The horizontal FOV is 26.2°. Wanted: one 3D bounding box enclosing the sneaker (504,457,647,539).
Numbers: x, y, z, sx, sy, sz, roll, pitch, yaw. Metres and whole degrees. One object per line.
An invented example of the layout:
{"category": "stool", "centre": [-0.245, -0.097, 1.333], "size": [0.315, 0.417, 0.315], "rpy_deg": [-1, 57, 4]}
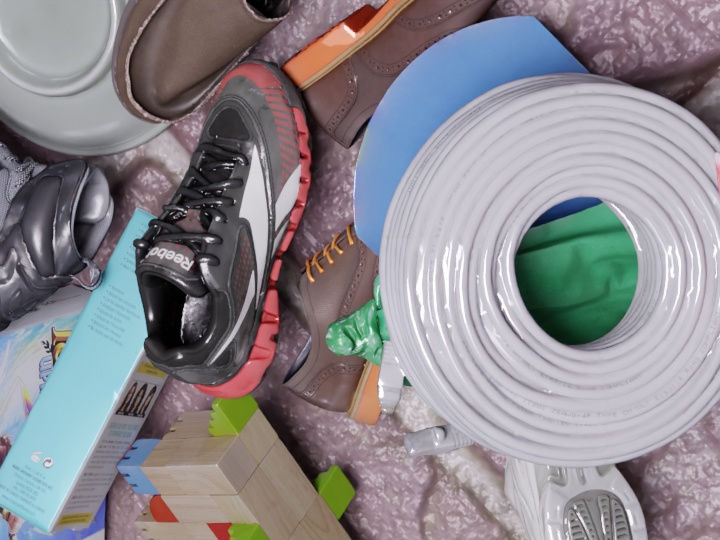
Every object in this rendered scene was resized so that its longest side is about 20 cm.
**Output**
{"category": "sneaker", "centre": [0.113, 0.098, 0.940], "size": [0.077, 0.099, 0.203], "rpy_deg": [-3, 83, -17]}

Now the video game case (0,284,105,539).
{"category": "video game case", "centre": [-0.244, 0.128, 1.014], "size": [0.045, 0.180, 0.202], "rpy_deg": [17, 112, 33]}

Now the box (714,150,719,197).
{"category": "box", "centre": [0.285, -0.037, 0.764], "size": [0.102, 0.198, 0.096], "rpy_deg": [11, 116, 59]}

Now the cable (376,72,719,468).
{"category": "cable", "centre": [0.108, -0.001, 0.791], "size": [0.197, 0.069, 0.203], "rpy_deg": [-1, 93, -9]}

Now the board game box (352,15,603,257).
{"category": "board game box", "centre": [0.088, -0.042, 0.892], "size": [0.200, 0.039, 0.158], "rpy_deg": [42, 89, -12]}

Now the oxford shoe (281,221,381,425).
{"category": "oxford shoe", "centre": [0.000, 0.000, 0.944], "size": [0.072, 0.071, 0.202], "rpy_deg": [14, 111, -2]}

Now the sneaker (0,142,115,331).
{"category": "sneaker", "centre": [-0.217, -0.061, 0.970], "size": [0.113, 0.076, 0.202], "rpy_deg": [-17, 69, 4]}

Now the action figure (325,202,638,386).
{"category": "action figure", "centre": [0.077, 0.021, 0.848], "size": [0.198, 0.055, 0.120], "rpy_deg": [-9, 101, -13]}

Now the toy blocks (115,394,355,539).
{"category": "toy blocks", "centre": [-0.087, 0.165, 1.017], "size": [0.136, 0.100, 0.201], "rpy_deg": [-7, 125, 43]}

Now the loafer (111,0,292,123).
{"category": "loafer", "centre": [-0.080, -0.164, 0.911], "size": [0.073, 0.071, 0.201], "rpy_deg": [25, 113, -30]}

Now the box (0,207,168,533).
{"category": "box", "centre": [-0.158, 0.065, 0.979], "size": [0.049, 0.082, 0.202], "rpy_deg": [27, 87, 10]}

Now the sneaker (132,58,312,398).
{"category": "sneaker", "centre": [-0.082, -0.026, 0.896], "size": [0.070, 0.098, 0.203], "rpy_deg": [12, 92, 30]}

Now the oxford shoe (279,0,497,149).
{"category": "oxford shoe", "centre": [0.046, -0.140, 0.899], "size": [0.199, 0.071, 0.073], "rpy_deg": [-29, 100, 34]}

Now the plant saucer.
{"category": "plant saucer", "centre": [-0.189, -0.168, 0.980], "size": [0.198, 0.050, 0.203], "rpy_deg": [5, 108, 17]}
